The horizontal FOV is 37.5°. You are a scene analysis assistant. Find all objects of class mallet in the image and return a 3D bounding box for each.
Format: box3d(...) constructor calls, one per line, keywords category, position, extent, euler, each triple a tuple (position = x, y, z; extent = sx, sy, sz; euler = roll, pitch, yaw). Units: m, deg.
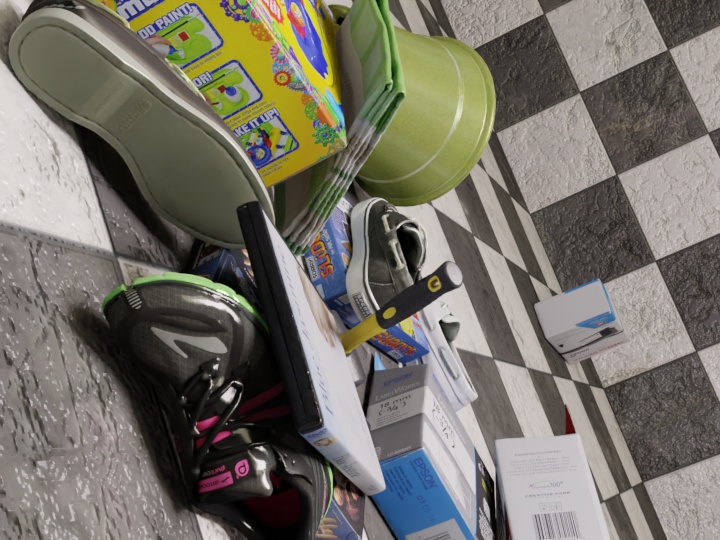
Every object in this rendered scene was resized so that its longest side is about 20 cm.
box3d(category="mallet", position=(0.016, 0.047, 0.774), extent=(0.041, 0.200, 0.066), euler=(-17, 86, -35))

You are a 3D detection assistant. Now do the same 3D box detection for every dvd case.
box3d(category="dvd case", position=(-0.027, 0.057, 0.675), extent=(0.200, 0.018, 0.143), euler=(62, 10, -66))

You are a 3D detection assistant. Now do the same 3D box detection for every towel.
box3d(category="towel", position=(-0.027, -0.126, 0.865), extent=(0.031, 0.200, 0.150), euler=(11, 47, -24))

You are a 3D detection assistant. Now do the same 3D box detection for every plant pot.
box3d(category="plant pot", position=(0.010, -0.188, 1.121), extent=(0.190, 0.200, 0.201), euler=(20, 46, -52))

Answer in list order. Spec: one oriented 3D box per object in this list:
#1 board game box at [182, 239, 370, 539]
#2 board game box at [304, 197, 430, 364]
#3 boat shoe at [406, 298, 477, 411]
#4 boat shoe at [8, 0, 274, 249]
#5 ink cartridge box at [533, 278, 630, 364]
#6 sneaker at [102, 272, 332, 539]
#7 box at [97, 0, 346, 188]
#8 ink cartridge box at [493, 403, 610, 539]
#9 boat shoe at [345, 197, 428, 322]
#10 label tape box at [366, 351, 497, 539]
box3d(category="board game box", position=(-0.057, 0.078, 0.725), extent=(0.200, 0.035, 0.136), euler=(59, 17, -23))
box3d(category="board game box", position=(0.000, 0.000, 1.029), extent=(0.200, 0.034, 0.136), euler=(40, 28, -57))
box3d(category="boat shoe", position=(0.077, 0.065, 1.129), extent=(0.074, 0.067, 0.200), euler=(41, 29, -58))
box3d(category="boat shoe", position=(-0.126, -0.094, 0.661), extent=(0.201, 0.072, 0.061), euler=(45, 23, -30))
box3d(category="ink cartridge box", position=(0.465, 0.110, 2.208), extent=(0.200, 0.144, 0.084), euler=(39, 31, -57))
box3d(category="sneaker", position=(-0.071, 0.084, 0.590), extent=(0.200, 0.077, 0.084), euler=(57, 13, -24))
box3d(category="box", position=(-0.113, -0.187, 0.778), extent=(0.193, 0.122, 0.200), euler=(52, 20, -37))
box3d(category="ink cartridge box", position=(0.172, 0.256, 0.998), extent=(0.176, 0.084, 0.200), euler=(-93, 178, -54))
box3d(category="boat shoe", position=(0.032, -0.016, 0.968), extent=(0.071, 0.064, 0.200), euler=(58, 17, -24))
box3d(category="label tape box", position=(0.064, 0.164, 0.942), extent=(0.144, 0.063, 0.200), euler=(61, 16, -20))
